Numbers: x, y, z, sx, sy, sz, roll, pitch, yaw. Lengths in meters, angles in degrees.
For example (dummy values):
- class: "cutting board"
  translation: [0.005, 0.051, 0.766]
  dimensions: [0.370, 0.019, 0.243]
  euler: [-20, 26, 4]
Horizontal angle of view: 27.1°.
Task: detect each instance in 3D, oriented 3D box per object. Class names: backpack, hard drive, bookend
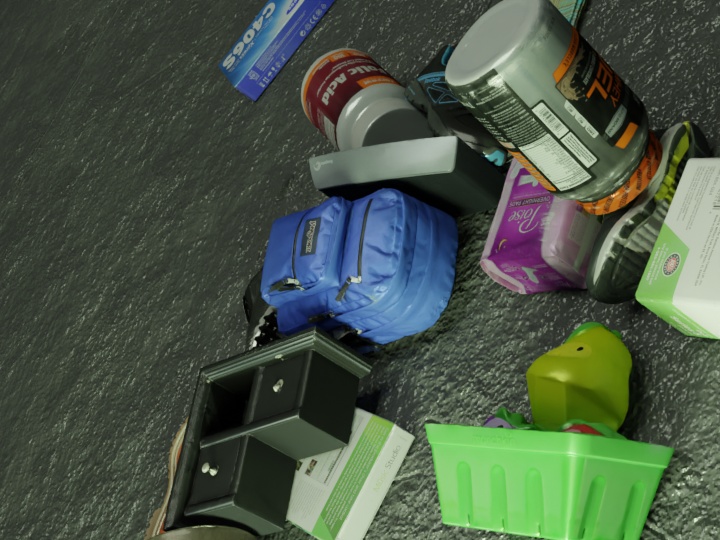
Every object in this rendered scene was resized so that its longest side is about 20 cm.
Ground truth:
- class: "backpack"
  translation: [0.000, 0.000, 1.641]
  dimensions: [0.199, 0.167, 0.163]
  euler: [-14, 64, 44]
- class: "hard drive"
  translation: [0.053, -0.097, 1.663]
  dimensions: [0.199, 0.135, 0.043]
  euler: [-5, 65, 35]
- class: "bookend"
  translation: [-0.100, 0.189, 1.611]
  dimensions: [0.198, 0.092, 0.201]
  euler: [-21, 48, 42]

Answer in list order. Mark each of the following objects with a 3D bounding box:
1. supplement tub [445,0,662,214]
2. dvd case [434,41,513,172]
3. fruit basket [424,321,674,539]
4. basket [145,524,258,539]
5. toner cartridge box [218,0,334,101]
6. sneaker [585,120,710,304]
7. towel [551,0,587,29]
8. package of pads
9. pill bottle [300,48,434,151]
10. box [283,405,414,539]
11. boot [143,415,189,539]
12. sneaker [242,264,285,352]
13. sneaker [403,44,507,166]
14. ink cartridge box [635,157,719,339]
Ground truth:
- class: "supplement tub"
  translation: [0.184, -0.151, 1.387]
  dimensions: [0.122, 0.200, 0.123]
  euler: [-37, 27, 23]
- class: "dvd case"
  translation: [0.144, -0.195, 1.728]
  dimensions: [0.148, 0.016, 0.201]
  euler: [-27, 52, 41]
- class: "fruit basket"
  translation: [0.174, 0.138, 1.333]
  dimensions: [0.215, 0.155, 0.217]
  euler: [-18, 66, 48]
- class: "basket"
  translation: [-0.183, 0.396, 1.573]
  dimensions: [0.180, 0.136, 0.201]
  euler: [-28, 45, 28]
- class: "toner cartridge box"
  translation: [-0.124, -0.354, 2.210]
  dimensions: [0.200, 0.043, 0.095]
  euler: [-51, 35, 8]
- class: "sneaker"
  translation: [0.266, -0.052, 1.439]
  dimensions: [0.084, 0.074, 0.201]
  euler: [0, 54, 59]
- class: "towel"
  translation: [0.212, -0.313, 1.764]
  dimensions: [0.146, 0.022, 0.201]
  euler: [0, 63, 51]
- class: "package of pads"
  translation: [0.204, -0.079, 1.527]
  dimensions: [0.120, 0.076, 0.201]
  euler: [-7, 57, 53]
- class: "pill bottle"
  translation: [0.009, -0.190, 1.835]
  dimensions: [0.114, 0.114, 0.200]
  euler: [-51, 34, 8]
- class: "box"
  translation: [-0.038, 0.213, 1.627]
  dimensions: [0.200, 0.036, 0.145]
  euler: [16, 76, 57]
- class: "boot"
  translation: [-0.177, 0.256, 1.742]
  dimensions: [0.107, 0.075, 0.201]
  euler: [-1, 70, 48]
- class: "sneaker"
  translation: [-0.109, 0.055, 1.829]
  dimensions: [0.090, 0.066, 0.201]
  euler: [-20, 44, 46]
- class: "sneaker"
  translation: [0.115, -0.188, 1.685]
  dimensions: [0.082, 0.073, 0.200]
  euler: [-55, 39, 15]
- class: "ink cartridge box"
  translation: [0.353, -0.016, 1.272]
  dimensions: [0.200, 0.084, 0.146]
  euler: [6, 68, 54]
